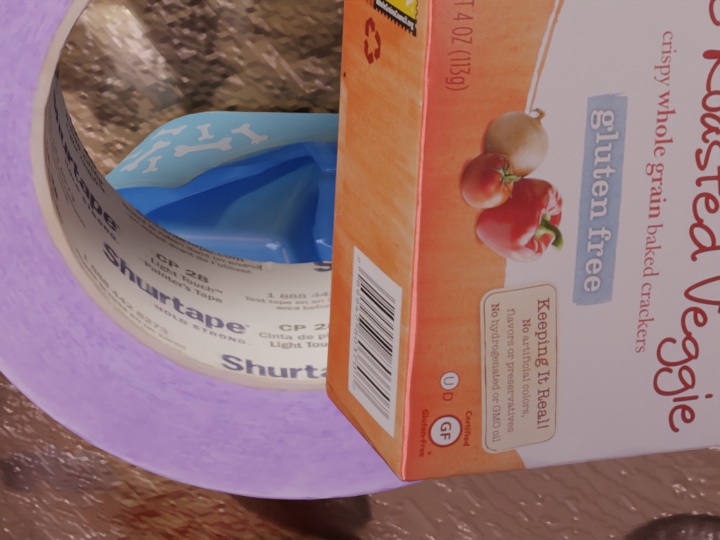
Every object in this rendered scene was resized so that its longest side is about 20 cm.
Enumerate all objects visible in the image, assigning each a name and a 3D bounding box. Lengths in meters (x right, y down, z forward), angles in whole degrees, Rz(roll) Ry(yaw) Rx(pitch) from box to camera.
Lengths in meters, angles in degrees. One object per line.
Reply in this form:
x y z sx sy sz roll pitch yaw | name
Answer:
-0.016 -0.047 0.700 0.200 0.085 0.200 -2 112 -4 | tape roll
0.096 -0.029 0.640 0.200 0.058 0.134 -6 112 -20 | cracker box
0.000 0.000 0.841 0.200 0.050 0.112 2 135 24 | dog bowl
